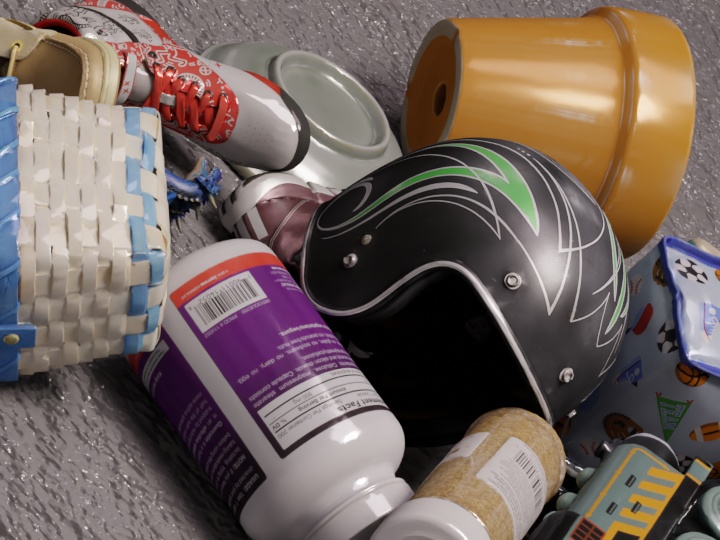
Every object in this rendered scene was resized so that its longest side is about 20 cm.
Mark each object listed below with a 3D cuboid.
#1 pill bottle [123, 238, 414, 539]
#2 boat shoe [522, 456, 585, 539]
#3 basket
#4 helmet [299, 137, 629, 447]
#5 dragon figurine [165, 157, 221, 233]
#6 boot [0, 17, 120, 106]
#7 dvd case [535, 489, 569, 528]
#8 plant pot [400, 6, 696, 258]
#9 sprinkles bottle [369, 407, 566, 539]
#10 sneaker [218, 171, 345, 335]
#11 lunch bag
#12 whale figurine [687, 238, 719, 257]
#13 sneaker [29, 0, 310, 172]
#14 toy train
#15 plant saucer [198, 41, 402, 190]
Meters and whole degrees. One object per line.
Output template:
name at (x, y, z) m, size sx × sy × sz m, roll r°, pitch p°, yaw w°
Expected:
pill bottle at (-0.050, 0.085, 1.389) m, size 0.112 × 0.112 × 0.200 m, roll -7°, pitch 55°, yaw -53°
boat shoe at (0.158, 0.200, 1.497) m, size 0.200 × 0.091 × 0.071 m, roll 38°, pitch 25°, yaw -6°
basket at (-0.210, -0.021, 1.328) m, size 0.200 × 0.139 × 0.176 m, roll 5°, pitch 49°, yaw -10°
helmet at (0.075, 0.011, 1.475) m, size 0.200 × 0.191 × 0.200 m, roll -11°, pitch 90°, yaw -73°
dragon figurine at (-0.158, -0.043, 1.488) m, size 0.099 × 0.059 × 0.200 m, roll 41°, pitch 29°, yaw -1°
boot at (-0.250, -0.130, 1.417) m, size 0.155 × 0.073 × 0.200 m, roll 15°, pitch 3°, yaw -36°
dvd case at (0.178, 0.232, 1.464) m, size 0.200 × 0.018 × 0.143 m, roll 21°, pitch 79°, yaw -31°
plant pot at (0.138, -0.121, 1.838) m, size 0.183 × 0.200 × 0.200 m, roll 10°, pitch 39°, yaw -19°
sprinkles bottle at (0.064, 0.138, 1.328) m, size 0.068 × 0.068 × 0.200 m, roll 44°, pitch 23°, yaw 4°
sneaker at (0.000, 0.000, 1.620) m, size 0.200 × 0.076 × 0.116 m, roll 3°, pitch 50°, yaw -34°
lunch bag at (0.239, 0.089, 1.546) m, size 0.200 × 0.170 × 0.124 m, roll 18°, pitch 49°, yaw -28°
whale figurine at (0.258, 0.065, 1.737) m, size 0.200 × 0.104 × 0.159 m, roll 67°, pitch -2°, yaw -53°
sneaker at (-0.138, -0.120, 1.588) m, size 0.201 × 0.067 × 0.108 m, roll 35°, pitch 27°, yaw 20°
toy train at (0.161, 0.170, 1.367) m, size 0.114 × 0.085 × 0.200 m, roll 38°, pitch 39°, yaw 6°
plant saucer at (-0.034, -0.112, 1.743) m, size 0.200 × 0.050 × 0.200 m, roll 30°, pitch 30°, yaw -20°
